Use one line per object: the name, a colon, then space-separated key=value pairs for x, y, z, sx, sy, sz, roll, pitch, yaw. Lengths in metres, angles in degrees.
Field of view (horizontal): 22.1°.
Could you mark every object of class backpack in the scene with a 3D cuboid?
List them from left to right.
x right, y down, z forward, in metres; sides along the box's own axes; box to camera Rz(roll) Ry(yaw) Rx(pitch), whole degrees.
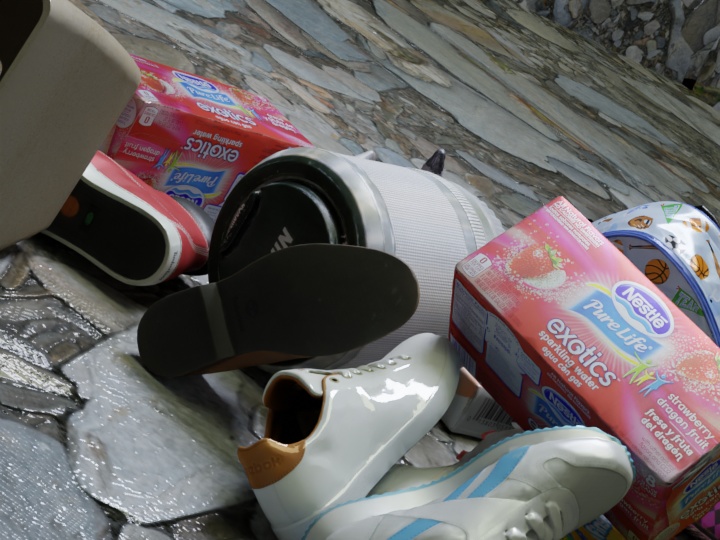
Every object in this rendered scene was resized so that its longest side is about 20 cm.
backpack: x=0.236 y=0.036 z=1.564 sx=0.201 sy=0.190 sz=0.154 roll=54 pitch=45 yaw=-4

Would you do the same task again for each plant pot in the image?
plant pot: x=-0.262 y=-0.124 z=1.199 sx=0.200 sy=0.200 sz=0.177 roll=39 pitch=12 yaw=24

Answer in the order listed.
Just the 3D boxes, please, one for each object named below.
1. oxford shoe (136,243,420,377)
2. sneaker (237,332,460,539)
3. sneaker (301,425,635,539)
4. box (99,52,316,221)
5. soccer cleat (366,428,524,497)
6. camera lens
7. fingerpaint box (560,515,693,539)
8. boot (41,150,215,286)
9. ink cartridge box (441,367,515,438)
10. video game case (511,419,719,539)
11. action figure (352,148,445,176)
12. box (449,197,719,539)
oxford shoe: x=-0.044 y=0.026 z=1.192 sx=0.071 sy=0.199 sz=0.072 roll=9 pitch=72 yaw=-61
sneaker: x=-0.005 y=0.078 z=1.131 sx=0.085 sy=0.073 sz=0.200 roll=58 pitch=40 yaw=-12
sneaker: x=0.070 y=0.155 z=1.053 sx=0.081 sy=0.199 sz=0.077 roll=-119 pitch=-170 yaw=-47
box: x=-0.144 y=-0.097 z=1.473 sx=0.199 sy=0.100 sz=0.095 roll=12 pitch=25 yaw=-47
soccer cleat: x=0.074 y=0.148 z=1.189 sx=0.199 sy=0.070 sz=0.077 roll=-6 pitch=21 yaw=-42
camera lens: x=0.000 y=0.000 z=1.344 sx=0.160 sy=0.161 sz=0.199 roll=43 pitch=21 yaw=33
fingerpaint box: x=0.174 y=0.218 z=1.191 sx=0.166 sy=0.074 sz=0.200 roll=36 pitch=15 yaw=10
boot: x=-0.194 y=-0.058 z=1.346 sx=0.199 sy=0.073 sz=0.144 roll=37 pitch=11 yaw=11
ink cartridge box: x=0.092 y=0.069 z=1.512 sx=0.161 sy=0.050 sz=0.200 roll=17 pitch=25 yaw=-41
video game case: x=0.207 y=0.155 z=1.329 sx=0.181 sy=0.036 sz=0.200 roll=39 pitch=-9 yaw=-4
action figure: x=0.069 y=-0.019 z=1.553 sx=0.199 sy=0.105 sz=0.194 roll=28 pitch=-10 yaw=14
box: x=0.153 y=0.065 z=1.170 sx=0.200 sy=0.095 sz=0.100 roll=47 pitch=-23 yaw=27
